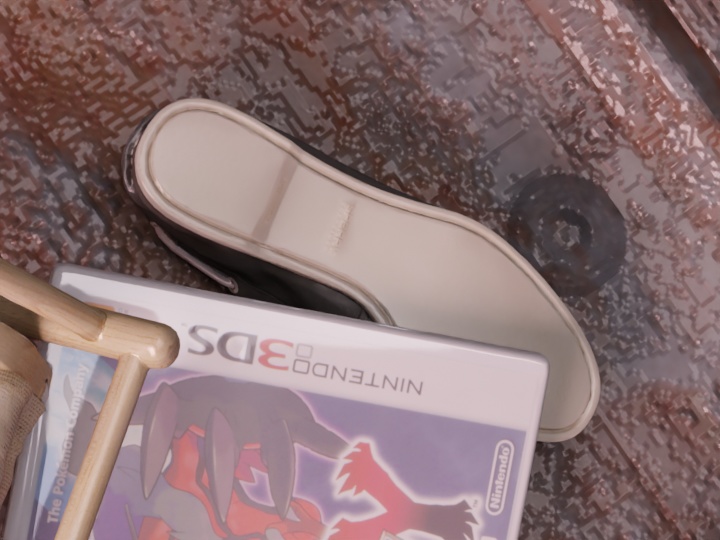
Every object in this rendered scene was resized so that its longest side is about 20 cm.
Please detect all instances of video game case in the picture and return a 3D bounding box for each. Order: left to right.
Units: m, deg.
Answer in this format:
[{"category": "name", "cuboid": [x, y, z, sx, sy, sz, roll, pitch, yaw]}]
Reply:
[{"category": "video game case", "cuboid": [-0.037, 0.113, 0.722, 0.180, 0.023, 0.202, 11, 91, -10]}]

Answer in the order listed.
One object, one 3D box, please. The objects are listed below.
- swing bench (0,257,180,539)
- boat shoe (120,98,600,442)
[{"category": "swing bench", "cuboid": [-0.194, 0.079, 0.650, 0.130, 0.199, 0.201, 34, 70, -46]}, {"category": "boat shoe", "cuboid": [0.000, 0.000, 0.767, 0.199, 0.057, 0.067, 32, 77, -9]}]
